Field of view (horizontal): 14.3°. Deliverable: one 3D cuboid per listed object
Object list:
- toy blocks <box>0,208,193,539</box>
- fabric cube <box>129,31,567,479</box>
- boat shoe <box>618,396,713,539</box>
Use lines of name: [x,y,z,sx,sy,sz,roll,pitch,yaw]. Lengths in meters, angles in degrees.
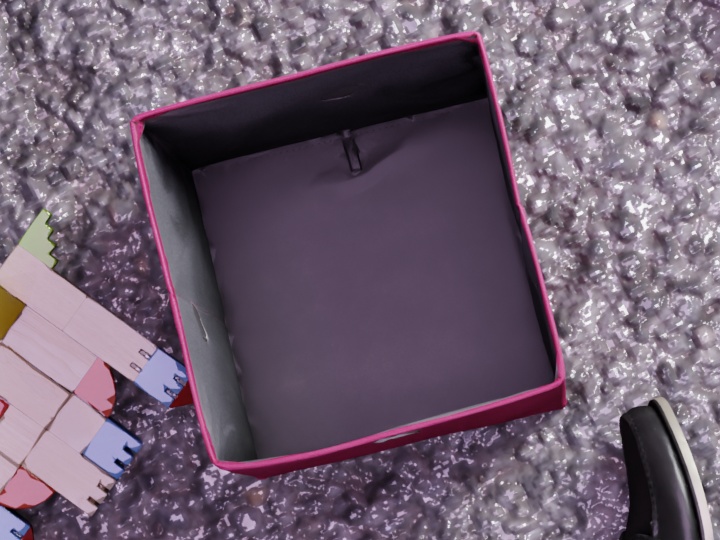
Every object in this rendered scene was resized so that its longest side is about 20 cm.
toy blocks: [-0.186,0.086,1.656,0.136,0.100,0.200,36,88,-4]
fabric cube: [0.000,0.000,1.588,0.195,0.199,0.201,-14,83,2]
boat shoe: [0.169,0.174,1.617,0.063,0.074,0.203,-8,88,-4]
